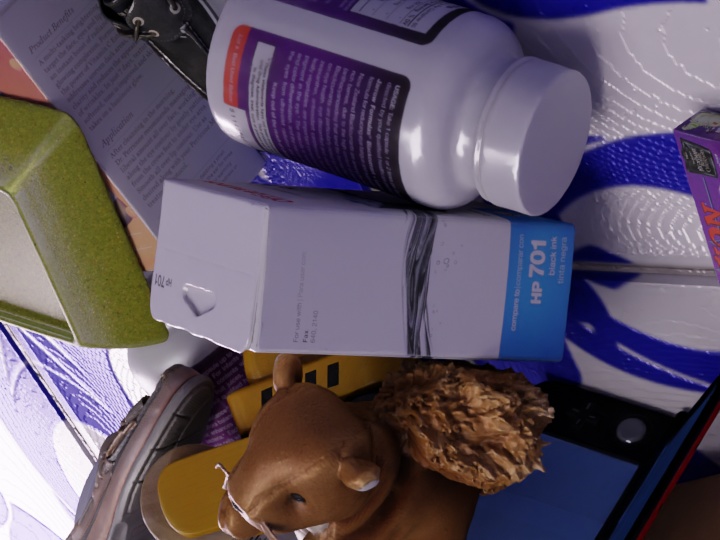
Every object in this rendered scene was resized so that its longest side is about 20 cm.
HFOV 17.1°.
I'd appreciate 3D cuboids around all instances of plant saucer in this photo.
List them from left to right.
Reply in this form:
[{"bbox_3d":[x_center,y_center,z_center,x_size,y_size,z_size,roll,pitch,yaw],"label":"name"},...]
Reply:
[{"bbox_3d":[-0.239,-0.030,1.543,0.199,0.048,0.201,15,142,33],"label":"plant saucer"}]

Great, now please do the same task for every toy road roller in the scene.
[{"bbox_3d":[-0.055,0.093,1.545,0.123,0.199,0.147,82,168,-79],"label":"toy road roller"}]

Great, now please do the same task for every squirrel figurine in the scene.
[{"bbox_3d":[0.009,0.102,1.361,0.142,0.199,0.187,58,180,29],"label":"squirrel figurine"}]

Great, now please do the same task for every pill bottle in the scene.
[{"bbox_3d":[-0.090,0.067,1.652,0.112,0.112,0.200,-11,123,51],"label":"pill bottle"},{"bbox_3d":[0.023,-0.098,1.332,0.199,0.112,0.112,20,143,28],"label":"pill bottle"}]

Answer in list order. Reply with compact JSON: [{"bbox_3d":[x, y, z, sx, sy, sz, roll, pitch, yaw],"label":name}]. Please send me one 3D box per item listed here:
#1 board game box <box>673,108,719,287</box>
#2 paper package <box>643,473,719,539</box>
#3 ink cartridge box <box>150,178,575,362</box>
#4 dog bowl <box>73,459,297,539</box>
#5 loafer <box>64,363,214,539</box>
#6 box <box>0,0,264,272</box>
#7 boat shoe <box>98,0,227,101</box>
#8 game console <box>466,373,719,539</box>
[{"bbox_3d":[0.239,0.015,1.278,0.120,0.032,0.201,25,142,57],"label":"board game box"},{"bbox_3d":[0.170,0.233,1.468,0.199,0.191,0.104,-19,119,39],"label":"paper package"},{"bbox_3d":[0.000,0.000,1.365,0.146,0.199,0.086,17,101,60],"label":"ink cartridge box"},{"bbox_3d":[-0.107,0.201,1.751,0.079,0.200,0.200,-14,121,49],"label":"dog bowl"},{"bbox_3d":[-0.160,0.141,1.607,0.063,0.072,0.201,34,119,21],"label":"loafer"},{"bbox_3d":[-0.189,-0.102,1.548,0.152,0.106,0.200,-8,125,50],"label":"box"},{"bbox_3d":[-0.136,-0.172,1.454,0.068,0.057,0.200,-9,124,50],"label":"boat shoe"},{"bbox_3d":[0.122,0.130,1.423,0.172,0.200,0.119,17,146,32],"label":"game console"}]
